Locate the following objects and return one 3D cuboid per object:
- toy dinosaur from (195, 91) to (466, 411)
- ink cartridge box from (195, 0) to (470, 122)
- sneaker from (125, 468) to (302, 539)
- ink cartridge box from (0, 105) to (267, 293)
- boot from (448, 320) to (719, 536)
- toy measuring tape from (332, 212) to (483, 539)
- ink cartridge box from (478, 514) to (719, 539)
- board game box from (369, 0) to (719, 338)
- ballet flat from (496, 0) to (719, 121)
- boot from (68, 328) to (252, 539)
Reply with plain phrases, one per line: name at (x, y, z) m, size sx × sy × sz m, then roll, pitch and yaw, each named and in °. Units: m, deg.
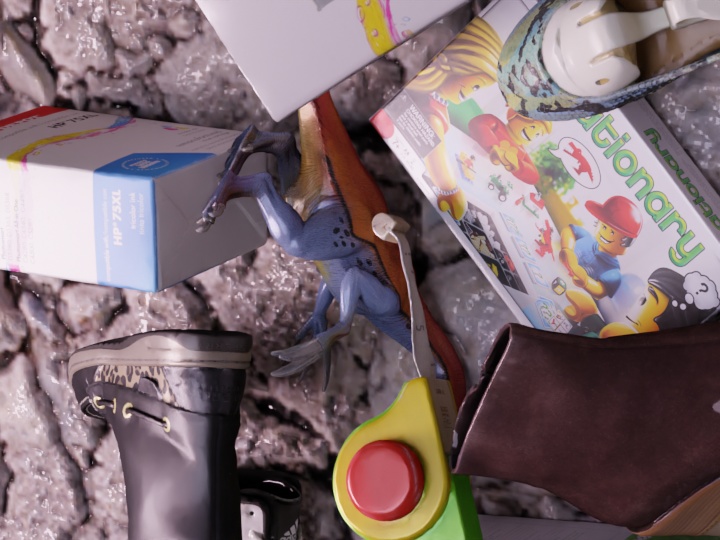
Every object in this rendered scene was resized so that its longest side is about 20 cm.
toy dinosaur at (0.000, 0.000, 1.576) m, size 0.181 × 0.105 × 0.200 m, roll 31°, pitch 115°, yaw -9°
ink cartridge box at (0.019, -0.199, 1.467) m, size 0.199 × 0.147 × 0.147 m, roll -30°, pitch 96°, yaw 36°
sneaker at (-0.051, 0.191, 1.678) m, size 0.200 × 0.076 × 0.116 m, roll 43°, pitch 124°, yaw 18°
ink cartridge box at (-0.165, -0.044, 1.656) m, size 0.199 × 0.116 × 0.068 m, roll 8°, pitch 109°, yaw 30°
boot at (0.151, 0.053, 1.464) m, size 0.165 × 0.073 × 0.201 m, roll 16°, pitch 127°, yaw -16°
toy measuring tape at (0.013, 0.074, 1.539) m, size 0.073 × 0.073 × 0.201 m, roll -21°, pitch 76°, yaw 35°
ink cartridge box at (0.111, 0.177, 1.553) m, size 0.199 × 0.104 × 0.060 m, roll 1°, pitch 105°, yaw 32°
board game box at (0.108, -0.041, 1.532) m, size 0.126 × 0.035 × 0.200 m, roll -43°, pitch 80°, yaw 33°
ballet flat at (0.148, -0.126, 1.439) m, size 0.199 × 0.074 × 0.075 m, roll -23°, pitch 92°, yaw 23°
boot at (-0.112, 0.114, 1.637) m, size 0.200 × 0.073 × 0.152 m, roll -16°, pitch 73°, yaw 62°
